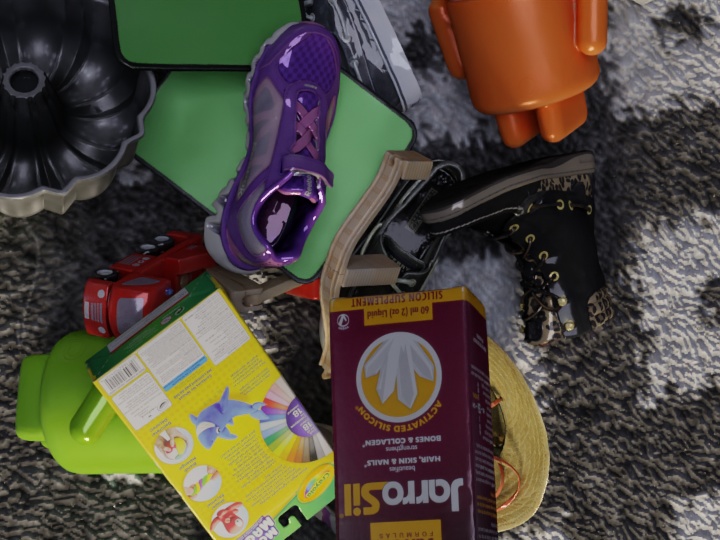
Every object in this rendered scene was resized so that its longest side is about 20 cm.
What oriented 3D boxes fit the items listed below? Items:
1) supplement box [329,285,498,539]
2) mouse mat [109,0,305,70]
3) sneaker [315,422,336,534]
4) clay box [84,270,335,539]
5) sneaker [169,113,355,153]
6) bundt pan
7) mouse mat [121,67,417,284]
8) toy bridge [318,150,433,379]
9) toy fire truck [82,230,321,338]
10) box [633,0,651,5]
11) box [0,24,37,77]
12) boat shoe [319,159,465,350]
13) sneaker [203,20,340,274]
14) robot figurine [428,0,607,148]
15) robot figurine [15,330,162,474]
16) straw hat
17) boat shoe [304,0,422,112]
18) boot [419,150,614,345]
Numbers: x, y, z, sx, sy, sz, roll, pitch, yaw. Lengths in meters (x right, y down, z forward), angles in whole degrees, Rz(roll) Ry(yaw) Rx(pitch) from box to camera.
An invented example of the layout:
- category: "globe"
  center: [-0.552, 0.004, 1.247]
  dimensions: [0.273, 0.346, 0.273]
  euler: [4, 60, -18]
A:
- category: "supplement box"
  center: [0.041, 0.122, 1.045]
  dimensions: [0.109, 0.086, 0.203]
  euler: [-6, 76, 15]
- category: "mouse mat"
  center: [-0.126, -0.247, 1.100]
  dimensions: [0.159, 0.008, 0.203]
  euler: [-2, 69, -21]
- category: "sneaker"
  center: [0.010, 0.205, 1.143]
  dimensions: [0.200, 0.140, 0.078]
  euler: [42, 87, -6]
- category: "clay box"
  center: [-0.102, 0.115, 1.034]
  dimensions: [0.114, 0.048, 0.201]
  euler: [-36, 116, -8]
- category: "sneaker"
  center: [-0.091, -0.094, 1.166]
  dimensions: [0.197, 0.077, 0.090]
  euler: [-6, 121, 6]
- category: "bundt pan"
  center: [-0.257, -0.126, 1.070]
  dimensions: [0.199, 0.076, 0.205]
  euler: [4, 63, -7]
- category: "mouse mat"
  center: [-0.073, -0.108, 1.112]
  dimensions: [0.199, 0.008, 0.162]
  euler: [37, 87, 1]
- category: "toy bridge"
  center: [0.000, 0.000, 1.113]
  dimensions: [0.067, 0.027, 0.202]
  euler: [-3, 119, -45]
- category: "toy fire truck"
  center: [-0.118, 0.010, 1.123]
  dimensions: [0.139, 0.200, 0.049]
  euler: [9, 111, 20]
- category: "box"
  center: [0.209, -0.349, 1.177]
  dimensions: [0.198, 0.106, 0.154]
  euler: [30, 87, -6]
- category: "box"
  center: [-0.327, -0.165, 1.147]
  dimensions: [0.120, 0.048, 0.203]
  euler: [-5, 92, -7]
- category: "boat shoe"
  center: [0.027, -0.008, 1.181]
  dimensions: [0.070, 0.064, 0.202]
  euler: [29, 88, -7]
- category: "sneaker"
  center: [-0.052, -0.088, 1.050]
  dimensions: [0.080, 0.088, 0.203]
  euler: [15, 94, -29]
- category: "robot figurine"
  center: [0.135, -0.209, 1.155]
  dimensions: [0.115, 0.144, 0.203]
  euler: [-20, 105, -12]
- category: "robot figurine"
  center: [-0.178, 0.105, 1.117]
  dimensions: [0.197, 0.176, 0.117]
  euler: [-3, 71, 15]
- category: "straw hat"
  center: [0.095, 0.114, 1.176]
  dimensions: [0.085, 0.200, 0.203]
  euler: [-31, 95, -48]
- category: "boat shoe"
  center: [-0.021, -0.218, 1.174]
  dimensions: [0.067, 0.072, 0.202]
  euler: [-29, 101, -7]
- category: "boot"
  center: [0.140, -0.012, 1.162]
  dimensions: [0.199, 0.073, 0.153]
  euler: [-20, 100, -45]
